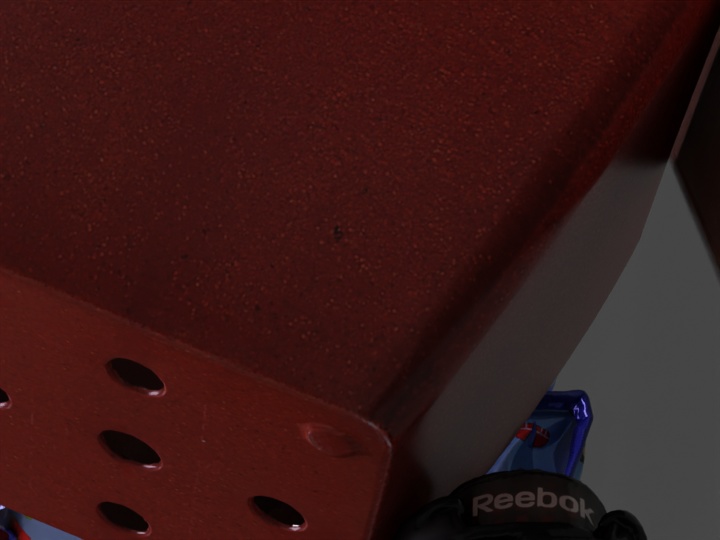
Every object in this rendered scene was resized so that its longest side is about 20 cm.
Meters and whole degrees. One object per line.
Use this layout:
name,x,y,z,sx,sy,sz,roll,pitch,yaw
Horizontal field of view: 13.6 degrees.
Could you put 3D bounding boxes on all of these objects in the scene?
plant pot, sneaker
plant pot,-0.027,-0.021,0.816,0.200,0.199,0.177,102,-170,-60
sneaker,0.037,0.099,0.743,0.200,0.071,0.098,148,130,-90

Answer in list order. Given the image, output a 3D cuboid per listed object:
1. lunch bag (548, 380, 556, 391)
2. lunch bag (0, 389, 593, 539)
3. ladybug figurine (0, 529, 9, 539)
lunch bag,0.000,0.000,1.063,0.083,0.160,0.200,-87,9,-47
lunch bag,-0.036,0.095,1.006,0.151,0.199,0.094,104,175,-63
ladybug figurine,-0.139,0.073,1.099,0.200,0.072,0.136,-6,-72,-55
